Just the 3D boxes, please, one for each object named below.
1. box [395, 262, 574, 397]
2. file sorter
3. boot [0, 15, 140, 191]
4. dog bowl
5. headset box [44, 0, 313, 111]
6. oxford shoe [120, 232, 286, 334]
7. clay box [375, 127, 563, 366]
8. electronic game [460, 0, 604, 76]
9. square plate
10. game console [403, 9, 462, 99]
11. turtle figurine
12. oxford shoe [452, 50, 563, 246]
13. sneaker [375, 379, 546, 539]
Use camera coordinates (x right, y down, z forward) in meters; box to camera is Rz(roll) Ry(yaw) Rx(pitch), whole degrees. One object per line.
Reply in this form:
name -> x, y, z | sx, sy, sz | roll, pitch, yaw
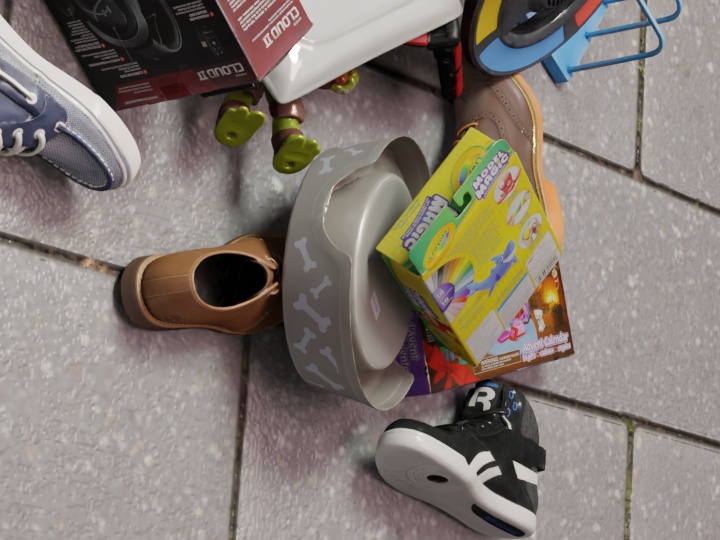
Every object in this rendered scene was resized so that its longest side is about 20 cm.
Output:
box -> 0.092, 0.018, 1.825 | 0.200, 0.039, 0.137 | -12, 92, -50
file sorter -> 0.221, -0.287, 1.961 | 0.139, 0.122, 0.200 | 54, 47, -31
boot -> -0.231, -0.095, 1.442 | 0.200, 0.073, 0.091 | 42, 53, -26
dog bowl -> 0.000, 0.000, 1.650 | 0.200, 0.058, 0.201 | 4, 90, -70
headset box -> -0.136, -0.199, 1.505 | 0.077, 0.149, 0.200 | -51, 121, -40
oxford shoe -> -0.077, 0.010, 1.605 | 0.200, 0.071, 0.072 | -12, 91, -54
clay box -> 0.079, -0.020, 1.650 | 0.115, 0.048, 0.200 | -52, 151, -10
electronic game -> 0.152, -0.236, 1.766 | 0.200, 0.042, 0.200 | -38, 153, -23
square plate -> -0.038, -0.239, 1.623 | 0.198, 0.028, 0.200 | -30, 86, -37
game console -> 0.007, -0.243, 1.739 | 0.172, 0.118, 0.201 | 80, 3, -70
turtle figurine -> -0.075, -0.158, 1.634 | 0.200, 0.064, 0.162 | 39, 39, -41
oxford shoe -> 0.102, -0.098, 1.806 | 0.073, 0.071, 0.201 | 6, 55, -38
sneaker -> 0.078, 0.128, 1.777 | 0.200, 0.073, 0.112 | 40, 52, -49
